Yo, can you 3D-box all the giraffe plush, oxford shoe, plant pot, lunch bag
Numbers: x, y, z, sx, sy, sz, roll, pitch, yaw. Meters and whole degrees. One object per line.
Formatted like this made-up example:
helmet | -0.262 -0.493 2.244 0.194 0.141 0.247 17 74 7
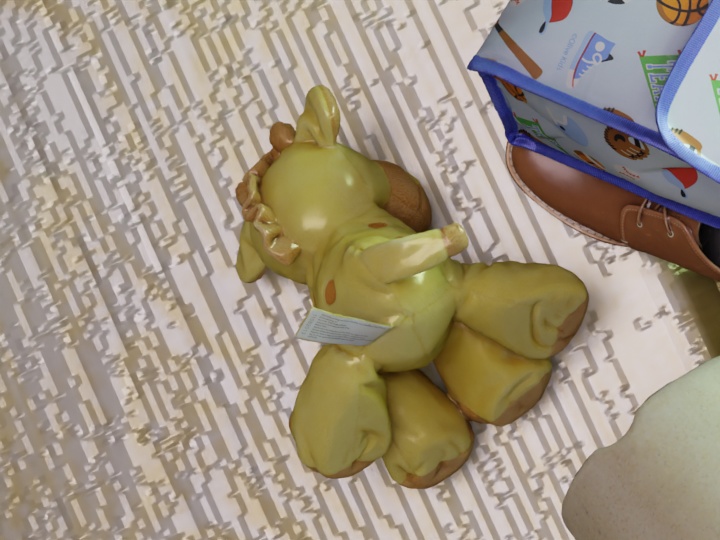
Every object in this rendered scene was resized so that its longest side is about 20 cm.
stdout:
giraffe plush | 0.000 0.000 1.576 0.173 0.200 0.162 -43 51 11
oxford shoe | 0.167 -0.037 1.572 0.199 0.071 0.072 23 94 14
plant pot | 0.209 0.150 1.505 0.200 0.200 0.184 -43 68 8
lunch bag | 0.183 -0.120 1.509 0.200 0.124 0.170 27 80 27
